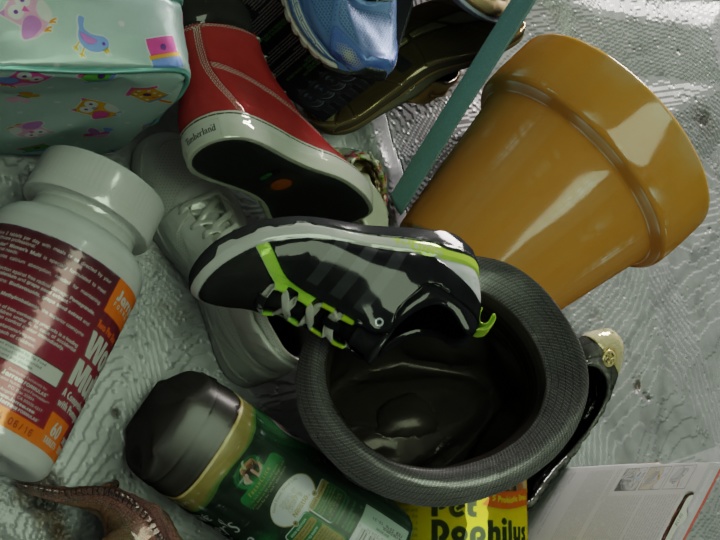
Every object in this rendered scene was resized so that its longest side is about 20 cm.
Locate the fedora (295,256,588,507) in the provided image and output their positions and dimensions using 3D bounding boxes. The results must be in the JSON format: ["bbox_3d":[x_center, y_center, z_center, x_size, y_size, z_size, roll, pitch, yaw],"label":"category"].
[{"bbox_3d":[0.048,0.087,0.920,0.200,0.090,0.177,-26,68,-26],"label":"fedora"}]

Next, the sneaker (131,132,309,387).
[{"bbox_3d":[-0.086,-0.017,0.944,0.074,0.116,0.200,-29,95,-29],"label":"sneaker"}]

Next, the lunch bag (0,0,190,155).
[{"bbox_3d":[-0.205,-0.130,0.844,0.160,0.200,0.077,1,78,-28],"label":"lunch bag"}]

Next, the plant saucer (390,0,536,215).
[{"bbox_3d":[0.080,-0.135,1.029,0.019,0.200,0.070,33,20,0],"label":"plant saucer"}]

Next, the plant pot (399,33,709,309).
[{"bbox_3d":[0.136,-0.051,1.050,0.183,0.200,0.200,-42,103,-13],"label":"plant pot"}]

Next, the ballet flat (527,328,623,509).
[{"bbox_3d":[0.169,0.127,1.102,0.066,0.057,0.200,46,62,-16],"label":"ballet flat"}]

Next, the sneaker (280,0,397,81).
[{"bbox_3d":[-0.005,-0.223,0.905,0.078,0.089,0.200,3,69,-35],"label":"sneaker"}]

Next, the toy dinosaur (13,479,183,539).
[{"bbox_3d":[-0.132,0.197,0.866,0.086,0.135,0.200,-39,101,-30],"label":"toy dinosaur"}]

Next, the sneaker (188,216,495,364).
[{"bbox_3d":[-0.008,0.017,0.853,0.200,0.072,0.083,-1,60,-14],"label":"sneaker"}]

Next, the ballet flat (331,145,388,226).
[{"bbox_3d":[0.000,0.000,1.021,0.076,0.064,0.200,-10,87,-33],"label":"ballet flat"}]

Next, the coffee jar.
[{"bbox_3d":[-0.067,0.151,0.930,0.200,0.104,0.085,38,79,-19],"label":"coffee jar"}]

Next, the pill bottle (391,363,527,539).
[{"bbox_3d":[0.071,0.173,1.006,0.109,0.109,0.200,6,78,-30],"label":"pill bottle"}]

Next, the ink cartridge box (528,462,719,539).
[{"bbox_3d":[0.198,0.204,1.021,0.050,0.200,0.109,44,63,-16],"label":"ink cartridge box"}]

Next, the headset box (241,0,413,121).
[{"bbox_3d":[-0.049,-0.236,0.999,0.200,0.093,0.174,32,54,-22],"label":"headset box"}]

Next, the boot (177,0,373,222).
[{"bbox_3d":[-0.061,-0.114,0.933,0.200,0.072,0.144,31,41,-56],"label":"boot"}]

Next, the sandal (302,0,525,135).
[{"bbox_3d":[0.042,-0.160,1.076,0.200,0.054,0.080,-33,56,-16],"label":"sandal"}]

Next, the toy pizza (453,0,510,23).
[{"bbox_3d":[0.083,-0.289,1.047,0.200,0.032,0.200,32,47,-42],"label":"toy pizza"}]

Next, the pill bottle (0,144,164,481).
[{"bbox_3d":[-0.209,0.025,0.867,0.109,0.110,0.200,33,67,-22],"label":"pill bottle"}]
